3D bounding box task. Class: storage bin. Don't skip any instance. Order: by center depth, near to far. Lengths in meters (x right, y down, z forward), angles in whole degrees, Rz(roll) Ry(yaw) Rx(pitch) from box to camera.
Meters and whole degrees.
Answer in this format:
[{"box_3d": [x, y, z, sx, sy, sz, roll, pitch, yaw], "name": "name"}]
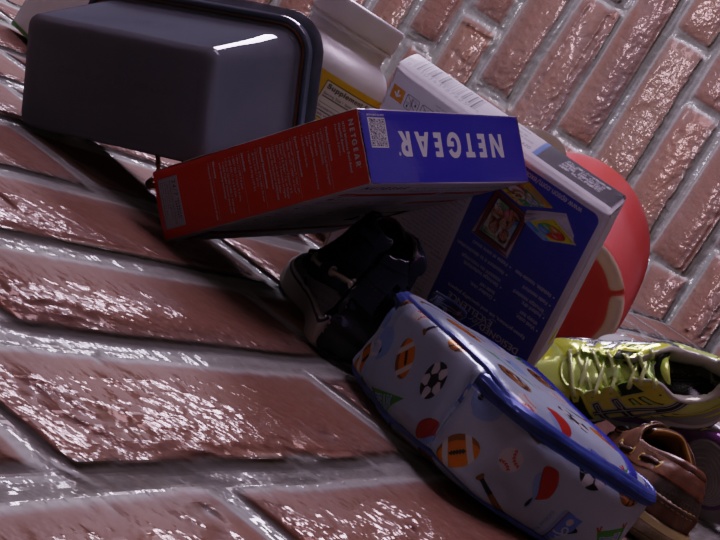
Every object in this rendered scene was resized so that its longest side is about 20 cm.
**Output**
[{"box_3d": [-0.149, -0.128, 1.210, 0.198, 0.147, 0.134, 14, 15, 21], "name": "storage bin"}]

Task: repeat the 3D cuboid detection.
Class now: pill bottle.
[{"box_3d": [-0.048, -0.146, 1.467, 0.112, 0.201, 0.112, 31, 7, -4], "name": "pill bottle"}]

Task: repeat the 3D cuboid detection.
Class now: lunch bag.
[{"box_3d": [0.088, 0.094, 1.022, 0.159, 0.076, 0.200, 31, 9, -28], "name": "lunch bag"}]

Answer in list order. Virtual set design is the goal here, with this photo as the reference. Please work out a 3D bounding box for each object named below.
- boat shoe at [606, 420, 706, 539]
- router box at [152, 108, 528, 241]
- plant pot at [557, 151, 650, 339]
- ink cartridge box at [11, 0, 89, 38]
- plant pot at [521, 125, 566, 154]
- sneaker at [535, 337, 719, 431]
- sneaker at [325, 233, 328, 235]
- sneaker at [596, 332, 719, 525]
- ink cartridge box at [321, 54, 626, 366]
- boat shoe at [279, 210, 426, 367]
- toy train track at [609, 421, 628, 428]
[{"box_3d": [0.217, 0.148, 1.211, 0.072, 0.068, 0.200, 32, 8, -4], "name": "boat shoe"}, {"box_3d": [-0.010, -0.064, 1.136, 0.178, 0.050, 0.199, -13, -5, 35], "name": "router box"}, {"box_3d": [0.189, -0.001, 1.625, 0.199, 0.202, 0.177, 32, 18, -1], "name": "plant pot"}, {"box_3d": [-0.217, -0.209, 1.607, 0.199, 0.088, 0.145, 28, 8, -40], "name": "ink cartridge box"}, {"box_3d": [0.090, -0.013, 1.368, 0.200, 0.199, 0.136, 22, 50, -54], "name": "plant pot"}, {"box_3d": [0.203, 0.080, 1.294, 0.197, 0.076, 0.077, 1, -23, -10], "name": "sneaker"}, {"box_3d": [-0.027, -0.081, 1.617, 0.111, 0.074, 0.200, 22, 12, -45], "name": "sneaker"}, {"box_3d": [0.269, 0.125, 1.384, 0.200, 0.075, 0.100, 47, 26, 4], "name": "sneaker"}, {"box_3d": [0.077, -0.026, 1.251, 0.197, 0.201, 0.047, 36, 39, 15], "name": "ink cartridge box"}, {"box_3d": [0.000, 0.000, 1.161, 0.074, 0.093, 0.200, 30, 9, -17], "name": "boat shoe"}, {"box_3d": [0.193, 0.121, 1.432, 0.200, 0.033, 0.115, 41, 9, 5], "name": "toy train track"}]
